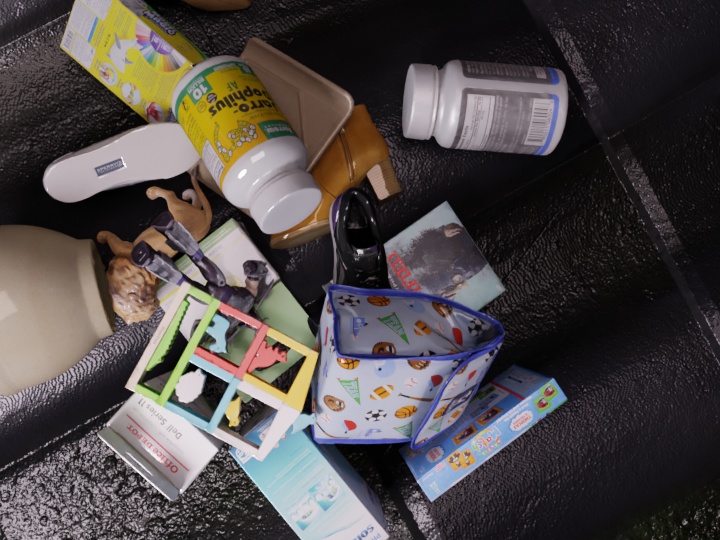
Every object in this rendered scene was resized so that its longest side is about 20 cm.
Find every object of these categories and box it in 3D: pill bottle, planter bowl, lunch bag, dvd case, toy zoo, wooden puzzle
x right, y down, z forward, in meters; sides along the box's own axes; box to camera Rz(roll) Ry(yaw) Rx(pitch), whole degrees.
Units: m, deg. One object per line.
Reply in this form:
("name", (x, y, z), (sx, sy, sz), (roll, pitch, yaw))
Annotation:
("pill bottle", (-0.132, -0.147, 0.800), (0.112, 0.113, 0.201), (-32, 73, -5))
("planter bowl", (-0.374, 0.033, 0.806), (0.134, 0.200, 0.202), (-14, 88, -15))
("lunch bag", (0.050, 0.116, 0.769), (0.199, 0.171, 0.124), (4, 45, -14))
("dvd case", (0.071, 0.024, 0.876), (0.199, 0.022, 0.146), (-34, 91, -5))
("toy zoo", (-0.135, 0.116, 0.733), (0.199, 0.020, 0.132), (28, 84, 0))
("pill bottle", (0.160, -0.216, 0.888), (0.199, 0.114, 0.115), (4, 87, -4))
("wooden puzzle", (-0.128, -0.182, 0.883), (0.185, 0.037, 0.201), (34, 91, 18))

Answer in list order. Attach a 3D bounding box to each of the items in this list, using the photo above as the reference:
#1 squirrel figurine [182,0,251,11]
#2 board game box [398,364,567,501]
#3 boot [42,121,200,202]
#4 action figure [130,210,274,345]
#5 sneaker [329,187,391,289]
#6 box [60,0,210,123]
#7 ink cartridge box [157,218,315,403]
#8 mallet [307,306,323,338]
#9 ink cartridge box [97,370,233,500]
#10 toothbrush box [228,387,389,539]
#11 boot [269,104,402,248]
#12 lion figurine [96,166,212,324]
("squirrel figurine", (-0.236, -0.448, 0.863), (0.199, 0.142, 0.188), (-11, 82, -7))
("board game box", (0.147, 0.197, 0.849), (0.199, 0.151, 0.037), (-34, 91, -5))
("boot", (-0.306, -0.148, 0.867), (0.199, 0.090, 0.073), (-19, 114, -18))
("action figure", (-0.179, 0.022, 0.804), (0.200, 0.069, 0.131), (45, 69, -35))
("sneaker", (0.000, 0.000, 0.814), (0.075, 0.088, 0.201), (-12, 90, -6))
("box", (-0.280, -0.272, 0.863), (0.200, 0.048, 0.117), (42, 126, 0))
("ink cartridge box", (-0.161, 0.055, 0.887), (0.145, 0.048, 0.200), (-38, 88, -5))
("mallet", (0.008, 0.127, 0.903), (0.066, 0.041, 0.201), (-38, 99, -20))
("ink cartridge box", (-0.222, 0.188, 0.798), (0.117, 0.200, 0.067), (42, 85, -1))
("toothbrush box", (-0.062, 0.257, 0.835), (0.085, 0.146, 0.200), (-41, 92, -4))
("boot", (-0.056, -0.128, 0.898), (0.200, 0.071, 0.145), (-27, 83, -8))
("lion figurine", (-0.246, -0.035, 0.836), (0.122, 0.073, 0.200), (37, 82, 34))
